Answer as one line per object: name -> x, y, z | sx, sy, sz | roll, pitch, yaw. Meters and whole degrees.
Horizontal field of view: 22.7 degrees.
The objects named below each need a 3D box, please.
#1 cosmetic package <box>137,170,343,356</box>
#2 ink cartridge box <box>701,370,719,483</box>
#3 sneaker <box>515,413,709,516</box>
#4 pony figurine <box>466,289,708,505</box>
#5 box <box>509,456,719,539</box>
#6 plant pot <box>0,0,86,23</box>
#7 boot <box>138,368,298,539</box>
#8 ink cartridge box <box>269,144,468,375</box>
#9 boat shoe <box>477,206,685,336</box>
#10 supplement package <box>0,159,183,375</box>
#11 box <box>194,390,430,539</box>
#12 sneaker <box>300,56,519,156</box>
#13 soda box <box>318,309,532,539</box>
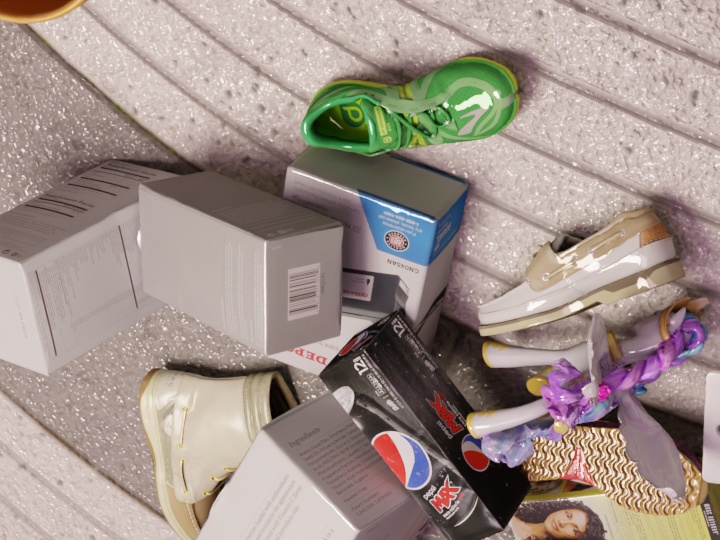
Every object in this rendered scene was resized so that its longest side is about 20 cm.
cosmetic package -> -0.106, -0.010, 1.540 | 0.200, 0.090, 0.107 | 28, 123, 49
ink cartridge box -> 0.387, 0.124, 1.478 | 0.199, 0.067, 0.116 | 6, 119, 16
sneaker -> 0.217, 0.160, 1.574 | 0.199, 0.090, 0.075 | 14, 102, 24
pony figurine -> 0.191, 0.097, 1.477 | 0.199, 0.193, 0.167 | -19, 118, 25
box -> 0.234, 0.219, 1.622 | 0.199, 0.050, 0.076 | -11, 112, 29
plant pot -> -0.249, -0.328, 1.464 | 0.199, 0.183, 0.201 | 11, 121, 19
boot -> -0.124, 0.188, 1.760 | 0.154, 0.072, 0.201 | -2, 115, 23
ink cartridge box -> 0.000, 0.000, 1.589 | 0.144, 0.084, 0.201 | 20, 124, 15
boat shoe -> 0.180, 0.003, 1.522 | 0.199, 0.075, 0.069 | -21, 86, 34
supplement package -> -0.252, -0.007, 1.618 | 0.109, 0.200, 0.114 | 14, 123, 40
box -> -0.027, 0.216, 1.634 | 0.131, 0.200, 0.199 | 44, 128, 17
sneaker -> 0.040, -0.127, 1.501 | 0.199, 0.084, 0.074 | -7, 113, 27
soda box -> 0.057, 0.139, 1.541 | 0.063, 0.071, 0.200 | -31, 100, 41
